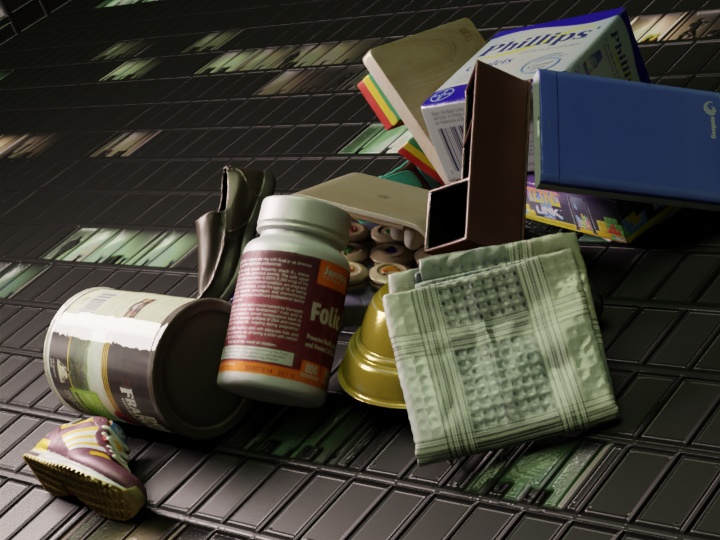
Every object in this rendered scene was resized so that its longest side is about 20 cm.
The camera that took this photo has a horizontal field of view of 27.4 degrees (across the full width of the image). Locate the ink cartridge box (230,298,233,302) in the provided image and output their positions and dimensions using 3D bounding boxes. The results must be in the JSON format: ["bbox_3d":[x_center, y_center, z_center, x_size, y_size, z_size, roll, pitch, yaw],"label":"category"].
[{"bbox_3d":[-0.100,0.026,1.738,0.094,0.044,0.200,-4,32,38],"label":"ink cartridge box"}]

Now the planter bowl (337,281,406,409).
[{"bbox_3d":[0.069,0.052,1.460,0.200,0.084,0.201,-9,22,4],"label":"planter bowl"}]

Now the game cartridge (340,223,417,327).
[{"bbox_3d":[0.000,0.000,1.657,0.129,0.039,0.200,-1,27,-13],"label":"game cartridge"}]

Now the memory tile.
[{"bbox_3d":[0.059,-0.016,1.638,0.199,0.017,0.153,2,27,1],"label":"memory tile"}]

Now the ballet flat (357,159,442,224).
[{"bbox_3d":[0.062,-0.100,1.816,0.200,0.067,0.070,-24,-10,-44],"label":"ballet flat"}]

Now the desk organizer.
[{"bbox_3d":[0.121,-0.107,1.517,0.072,0.077,0.201,-16,63,50],"label":"desk organizer"}]

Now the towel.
[{"bbox_3d":[0.125,0.065,1.353,0.192,0.035,0.201,-13,62,6],"label":"towel"}]

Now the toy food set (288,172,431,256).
[{"bbox_3d":[0.023,-0.054,1.646,0.199,0.061,0.143,16,19,24],"label":"toy food set"}]

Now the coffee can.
[{"bbox_3d":[-0.225,0.096,1.588,0.200,0.147,0.146,5,37,45],"label":"coffee can"}]

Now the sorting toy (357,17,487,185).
[{"bbox_3d":[0.109,-0.192,1.814,0.200,0.199,0.070,-26,-11,-45],"label":"sorting toy"}]

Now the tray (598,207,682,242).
[{"bbox_3d":[0.280,-0.079,1.654,0.107,0.022,0.200,-28,26,-9],"label":"tray"}]

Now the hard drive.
[{"bbox_3d":[0.278,-0.135,1.524,0.199,0.025,0.132,6,66,-10],"label":"hard drive"}]

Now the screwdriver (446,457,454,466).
[{"bbox_3d":[0.058,0.135,1.412,0.029,0.028,0.200,-64,24,8],"label":"screwdriver"}]

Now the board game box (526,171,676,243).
[{"bbox_3d":[0.276,-0.110,1.628,0.165,0.057,0.200,-34,27,-24],"label":"board game box"}]

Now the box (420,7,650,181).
[{"bbox_3d":[0.202,-0.200,1.684,0.184,0.105,0.200,-4,29,40],"label":"box"}]

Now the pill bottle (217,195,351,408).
[{"bbox_3d":[-0.073,0.032,1.514,0.114,0.114,0.201,0,74,40],"label":"pill bottle"}]

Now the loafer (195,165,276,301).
[{"bbox_3d":[-0.162,-0.033,1.698,0.073,0.071,0.201,-39,30,62],"label":"loafer"}]

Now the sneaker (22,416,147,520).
[{"bbox_3d":[-0.268,0.192,1.521,0.200,0.075,0.090,10,46,47],"label":"sneaker"}]

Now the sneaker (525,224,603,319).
[{"bbox_3d":[0.199,-0.007,1.527,0.087,0.076,0.200,-13,30,-29],"label":"sneaker"}]
